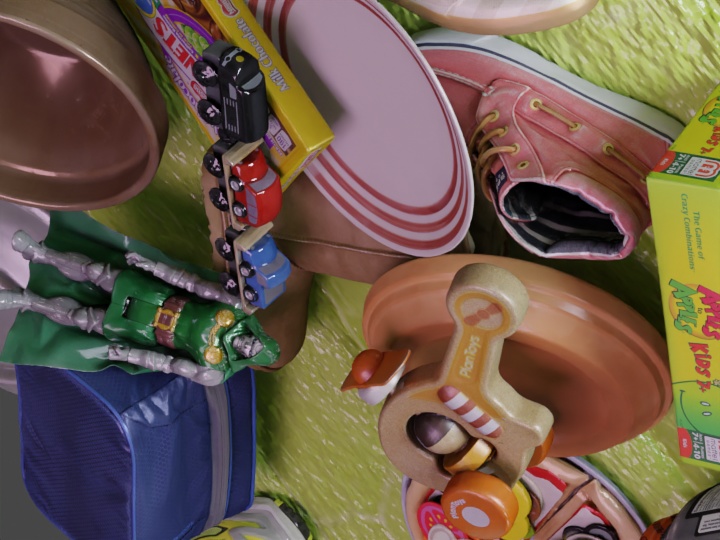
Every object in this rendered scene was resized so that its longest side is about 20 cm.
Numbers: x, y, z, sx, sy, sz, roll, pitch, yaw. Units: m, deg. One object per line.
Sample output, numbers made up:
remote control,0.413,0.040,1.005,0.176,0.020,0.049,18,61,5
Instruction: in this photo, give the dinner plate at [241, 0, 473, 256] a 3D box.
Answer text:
dinner plate,0.002,-0.099,1.552,0.200,0.024,0.200,41,152,28

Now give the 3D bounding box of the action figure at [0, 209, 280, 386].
action figure,-0.139,0.026,1.709,0.199,0.055,0.119,15,92,23

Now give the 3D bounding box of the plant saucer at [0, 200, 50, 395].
plant saucer,-0.257,0.026,1.909,0.200,0.050,0.201,21,135,22

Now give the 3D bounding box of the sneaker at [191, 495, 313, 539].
sneaker,-0.128,0.210,1.948,0.200,0.076,0.076,-13,118,44

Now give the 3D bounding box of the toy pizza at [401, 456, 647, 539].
toy pizza,0.111,0.189,1.783,0.200,0.032,0.201,20,135,22

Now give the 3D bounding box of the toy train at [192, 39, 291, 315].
toy train,-0.068,-0.051,1.600,0.046,0.034,0.200,24,139,29

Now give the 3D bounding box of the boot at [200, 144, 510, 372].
boot,0.000,0.000,1.679,0.199,0.066,0.176,8,127,31

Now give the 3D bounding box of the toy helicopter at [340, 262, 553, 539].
toy helicopter,0.053,0.062,1.567,0.132,0.079,0.200,23,141,9

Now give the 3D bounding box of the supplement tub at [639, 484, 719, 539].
supplement tub,0.260,0.175,1.533,0.200,0.123,0.123,-18,113,45

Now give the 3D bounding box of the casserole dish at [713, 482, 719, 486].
casserole dish,0.287,0.161,1.621,0.200,0.039,0.121,-21,111,46

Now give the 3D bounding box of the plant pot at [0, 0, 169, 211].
plant pot,-0.210,-0.133,1.683,0.200,0.093,0.201,12,146,8

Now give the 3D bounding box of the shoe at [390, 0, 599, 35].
shoe,0.042,-0.180,1.489,0.199,0.070,0.053,17,141,29

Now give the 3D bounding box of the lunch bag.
lunch bag,-0.148,0.095,1.826,0.136,0.132,0.200,37,142,31

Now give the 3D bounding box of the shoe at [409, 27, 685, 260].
shoe,0.088,-0.073,1.530,0.200,0.091,0.072,23,136,20

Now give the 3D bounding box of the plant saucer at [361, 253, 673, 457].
plant saucer,0.094,0.060,1.628,0.199,0.038,0.200,14,149,8

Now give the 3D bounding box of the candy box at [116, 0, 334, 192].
candy box,-0.095,-0.140,1.614,0.200,0.026,0.102,56,154,5

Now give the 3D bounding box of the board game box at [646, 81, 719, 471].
board game box,0.212,0.006,1.496,0.047,0.102,0.200,12,131,30
